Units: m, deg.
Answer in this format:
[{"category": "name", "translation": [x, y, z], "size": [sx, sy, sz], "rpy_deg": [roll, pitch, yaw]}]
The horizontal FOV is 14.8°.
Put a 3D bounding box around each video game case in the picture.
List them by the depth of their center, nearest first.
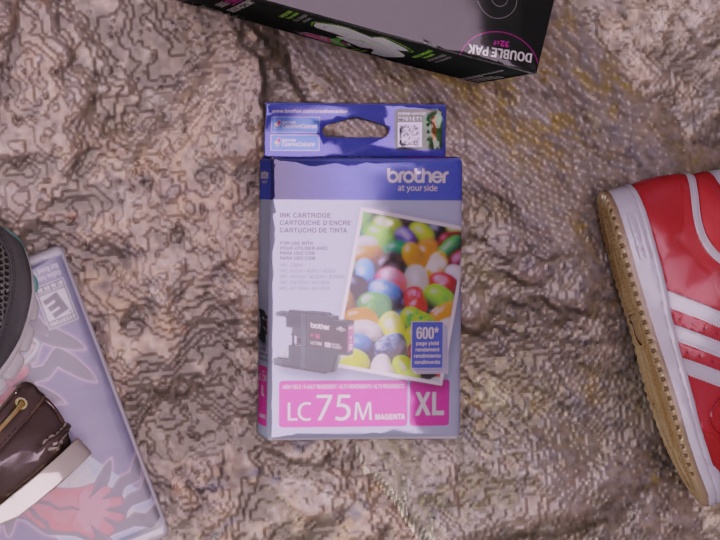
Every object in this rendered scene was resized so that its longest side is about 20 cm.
[{"category": "video game case", "translation": [-0.234, 0.106, 1.605], "size": [0.199, 0.023, 0.183], "rpy_deg": [-22, 96, -11]}]

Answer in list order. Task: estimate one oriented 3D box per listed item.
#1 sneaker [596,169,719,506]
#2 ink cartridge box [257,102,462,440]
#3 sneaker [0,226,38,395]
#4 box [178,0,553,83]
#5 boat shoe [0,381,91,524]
[{"category": "sneaker", "translation": [0.222, 0.035, 1.677], "size": [0.112, 0.071, 0.201], "rpy_deg": [-16, 92, -8]}, {"category": "ink cartridge box", "translation": [0.000, 0.000, 1.645], "size": [0.119, 0.042, 0.201], "rpy_deg": [0, 90, -13]}, {"category": "sneaker", "translation": [-0.245, 0.050, 1.521], "size": [0.077, 0.091, 0.201], "rpy_deg": [16, 64, 22]}, {"category": "box", "translation": [0.010, -0.204, 1.599], "size": [0.199, 0.124, 0.150], "rpy_deg": [14, 88, -13]}, {"category": "boat shoe", "translation": [-0.246, 0.143, 1.558], "size": [0.200, 0.072, 0.060], "rpy_deg": [-38, 92, -12]}]
